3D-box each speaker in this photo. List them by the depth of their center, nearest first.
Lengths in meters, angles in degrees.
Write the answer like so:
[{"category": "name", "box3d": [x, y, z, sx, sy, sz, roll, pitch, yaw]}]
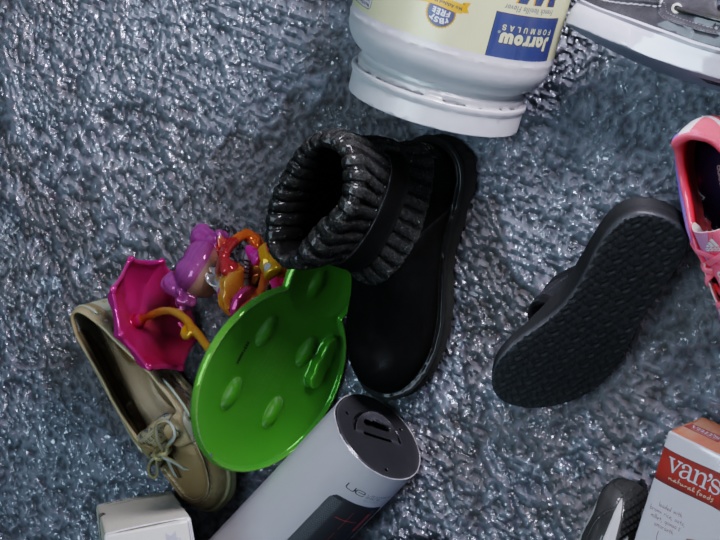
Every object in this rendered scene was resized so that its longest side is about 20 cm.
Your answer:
[{"category": "speaker", "box3d": [-0.042, 0.183, 1.480, 0.200, 0.081, 0.081, -48, 69, 30]}]

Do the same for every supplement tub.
[{"category": "supplement tub", "box3d": [0.074, -0.204, 1.303, 0.144, 0.145, 0.202, 25, 111, 31]}]

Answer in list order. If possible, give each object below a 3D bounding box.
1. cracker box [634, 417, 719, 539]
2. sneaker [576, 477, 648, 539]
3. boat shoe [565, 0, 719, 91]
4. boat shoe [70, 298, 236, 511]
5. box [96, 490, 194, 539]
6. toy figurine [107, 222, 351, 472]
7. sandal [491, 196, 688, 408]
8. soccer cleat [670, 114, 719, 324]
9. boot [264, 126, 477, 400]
[{"category": "cracker box", "box3d": [0.244, 0.217, 1.285, 0.133, 0.058, 0.202, 25, 109, 31]}, {"category": "sneaker", "box3d": [0.145, 0.230, 1.351, 0.080, 0.073, 0.201, 29, 112, 32]}, {"category": "boat shoe", "box3d": [0.228, -0.155, 1.247, 0.199, 0.070, 0.067, 22, 91, 36]}, {"category": "boat shoe", "box3d": [-0.172, 0.111, 1.576, 0.073, 0.062, 0.201, -44, 71, 31]}, {"category": "box", "box3d": [-0.166, 0.225, 1.513, 0.200, 0.068, 0.083, 167, 94, -81]}, {"category": "toy figurine", "box3d": [-0.112, 0.026, 1.497, 0.184, 0.150, 0.201, 29, 91, 40]}, {"category": "sandal", "box3d": [0.158, 0.021, 1.324, 0.075, 0.048, 0.201, 24, 127, -16]}, {"category": "soccer cleat", "box3d": [0.243, -0.001, 1.247, 0.068, 0.073, 0.202, -15, 86, 37]}, {"category": "boot", "box3d": [-0.002, -0.001, 1.376, 0.079, 0.157, 0.213, 19, 107, 33]}]
